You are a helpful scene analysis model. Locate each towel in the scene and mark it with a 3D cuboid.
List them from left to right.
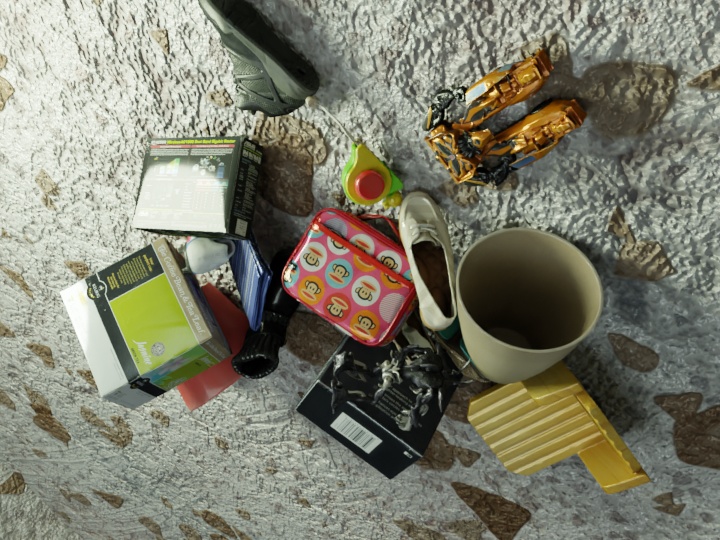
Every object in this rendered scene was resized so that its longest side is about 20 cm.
[{"bbox_3d":[-0.188,-0.018,1.179,0.145,0.024,0.200,108,147,-45],"label":"towel"}]

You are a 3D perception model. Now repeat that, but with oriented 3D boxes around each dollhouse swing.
[{"bbox_3d":[0.282,0.254,1.084,0.176,0.182,0.200,-36,106,7],"label":"dollhouse swing"}]

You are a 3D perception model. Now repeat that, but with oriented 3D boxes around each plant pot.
[{"bbox_3d":[-0.289,0.133,1.344,0.200,0.200,0.177,-34,94,44],"label":"plant pot"},{"bbox_3d":[0.214,0.074,0.999,0.187,0.188,0.200,23,150,13],"label":"plant pot"}]

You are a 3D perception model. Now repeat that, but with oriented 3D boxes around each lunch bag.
[{"bbox_3d":[0.000,0.000,1.078,0.200,0.082,0.176,33,94,16],"label":"lunch bag"}]

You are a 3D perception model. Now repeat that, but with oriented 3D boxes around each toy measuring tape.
[{"bbox_3d":[-0.018,-0.150,0.998,0.200,0.074,0.074,41,137,-23],"label":"toy measuring tape"}]

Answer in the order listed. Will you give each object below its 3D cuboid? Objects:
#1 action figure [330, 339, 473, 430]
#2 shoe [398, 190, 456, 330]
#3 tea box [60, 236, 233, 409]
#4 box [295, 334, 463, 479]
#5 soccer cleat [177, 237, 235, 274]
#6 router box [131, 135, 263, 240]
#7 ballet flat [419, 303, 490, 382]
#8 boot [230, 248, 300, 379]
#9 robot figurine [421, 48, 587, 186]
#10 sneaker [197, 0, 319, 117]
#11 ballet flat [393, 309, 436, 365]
[{"bbox_3d":[0.059,0.162,1.045,0.199,0.119,0.102,0,147,2],"label":"action figure"},{"bbox_3d":[0.100,-0.018,0.997,0.053,0.070,0.201,121,138,-79],"label":"shoe"},{"bbox_3d":[-0.351,0.089,1.192,0.200,0.196,0.134,60,176,20],"label":"tea box"},{"bbox_3d":[0.036,0.192,1.169,0.197,0.200,0.117,37,139,0],"label":"box"},{"bbox_3d":[-0.253,-0.033,1.213,0.086,0.200,0.070,-10,103,-6],"label":"soccer cleat"},{"bbox_3d":[-0.256,-0.129,1.125,0.200,0.062,0.150,5,84,28],"label":"router box"},{"bbox_3d":[0.140,0.099,1.130,0.200,0.071,0.065,55,150,-13],"label":"ballet flat"},{"bbox_3d":[-0.147,0.078,1.215,0.079,0.158,0.211,22,137,-3],"label":"boot"},{"bbox_3d":[0.164,-0.177,0.886,0.200,0.058,0.145,-27,108,42],"label":"robot figurine"},{"bbox_3d":[-0.160,-0.288,0.982,0.199,0.076,0.114,43,130,-15],"label":"sneaker"},{"bbox_3d":[0.073,0.089,1.123,0.200,0.068,0.067,54,170,10],"label":"ballet flat"}]
